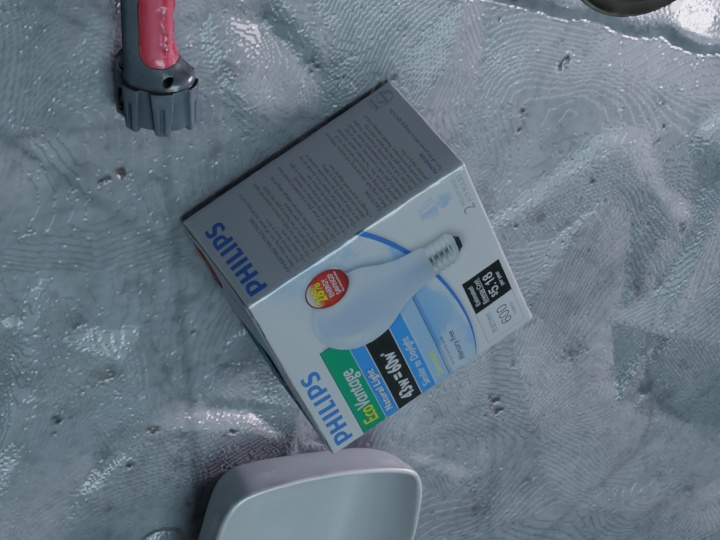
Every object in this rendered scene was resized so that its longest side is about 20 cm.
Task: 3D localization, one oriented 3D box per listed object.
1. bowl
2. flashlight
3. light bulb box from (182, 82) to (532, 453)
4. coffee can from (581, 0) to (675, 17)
[{"bbox_3d":[-0.057,0.234,2.009,0.198,0.075,0.201,-6,128,-29],"label":"bowl"},{"bbox_3d":[-0.138,-0.189,1.630,0.067,0.068,0.201,-12,129,-17],"label":"flashlight"},{"bbox_3d":[0.000,0.000,1.824,0.199,0.125,0.199,-34,135,-5],"label":"light bulb box"},{"bbox_3d":[0.156,-0.291,1.638,0.145,0.200,0.147,-17,132,-20],"label":"coffee can"}]
